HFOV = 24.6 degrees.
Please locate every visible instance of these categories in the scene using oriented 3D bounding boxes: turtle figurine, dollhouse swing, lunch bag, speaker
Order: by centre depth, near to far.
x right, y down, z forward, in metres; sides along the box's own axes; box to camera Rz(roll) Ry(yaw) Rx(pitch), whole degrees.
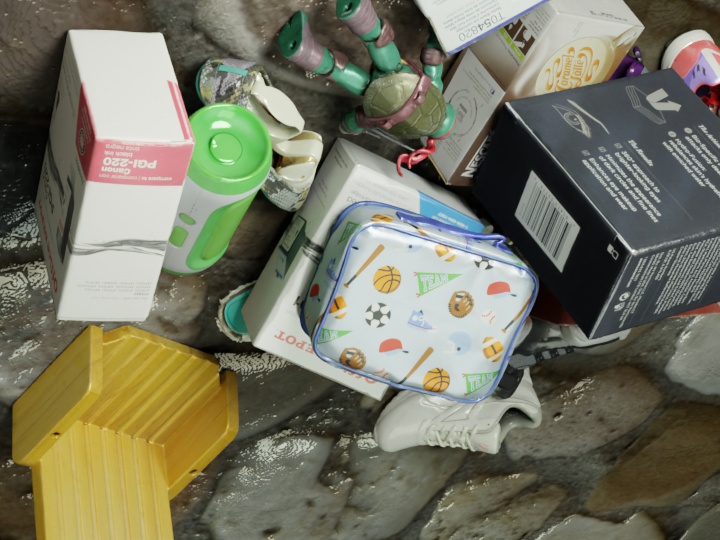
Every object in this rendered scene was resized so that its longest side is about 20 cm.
[{"bbox_3d":[-0.135,-0.066,1.413,0.088,0.089,0.200,-9,161,-22],"label":"speaker"},{"bbox_3d":[0.029,-0.168,1.437,0.150,0.101,0.200,-43,132,14],"label":"turtle figurine"},{"bbox_3d":[0.057,0.026,1.483,0.200,0.076,0.161,16,105,-19],"label":"lunch bag"},{"bbox_3d":[-0.218,0.190,1.631,0.182,0.176,0.200,-44,138,21],"label":"dollhouse swing"}]

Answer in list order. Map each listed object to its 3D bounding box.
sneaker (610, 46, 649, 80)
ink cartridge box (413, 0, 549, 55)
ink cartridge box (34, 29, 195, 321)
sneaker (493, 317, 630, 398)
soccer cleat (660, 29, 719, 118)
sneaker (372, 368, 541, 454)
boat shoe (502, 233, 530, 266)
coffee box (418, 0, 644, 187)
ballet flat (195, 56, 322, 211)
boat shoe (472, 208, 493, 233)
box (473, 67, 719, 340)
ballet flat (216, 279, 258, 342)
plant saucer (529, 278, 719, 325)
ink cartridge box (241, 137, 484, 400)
[{"bbox_3d":[0.200,-0.138,1.603,0.200,0.074,0.088,-34,122,-1],"label":"sneaker"},{"bbox_3d":[0.114,-0.302,1.350,0.199,0.041,0.200,-28,131,1],"label":"ink cartridge box"},{"bbox_3d":[-0.207,-0.076,1.357,0.085,0.146,0.200,-1,134,-21],"label":"ink cartridge box"},{"bbox_3d":[0.196,0.081,1.831,0.200,0.076,0.114,0,136,-21],"label":"sneaker"},{"bbox_3d":[0.334,-0.147,1.649,0.068,0.073,0.200,-19,141,-11],"label":"soccer cleat"},{"bbox_3d":[0.114,0.169,1.858,0.200,0.099,0.078,-20,141,-9],"label":"sneaker"},{"bbox_3d":[0.143,0.027,1.639,0.075,0.075,0.202,5,137,-50],"label":"boat shoe"},{"bbox_3d":[0.150,-0.173,1.504,0.114,0.080,0.200,4,133,-38],"label":"coffee box"},{"bbox_3d":[-0.073,-0.114,1.446,0.072,0.072,0.200,-31,140,5],"label":"ballet flat"},{"bbox_3d":[0.070,-0.003,1.671,0.074,0.060,0.200,-32,161,-32],"label":"boat shoe"},{"bbox_3d":[0.242,-0.063,1.465,0.200,0.197,0.118,-14,142,-29],"label":"box"},{"bbox_3d":[-0.049,0.015,1.631,0.200,0.072,0.072,-20,141,-5],"label":"ballet flat"},{"bbox_3d":[0.240,0.018,1.717,0.200,0.200,0.037,-4,100,-25],"label":"plant saucer"},{"bbox_3d":[0.000,0.000,1.546,0.146,0.086,0.200,24,104,-21],"label":"ink cartridge box"}]
